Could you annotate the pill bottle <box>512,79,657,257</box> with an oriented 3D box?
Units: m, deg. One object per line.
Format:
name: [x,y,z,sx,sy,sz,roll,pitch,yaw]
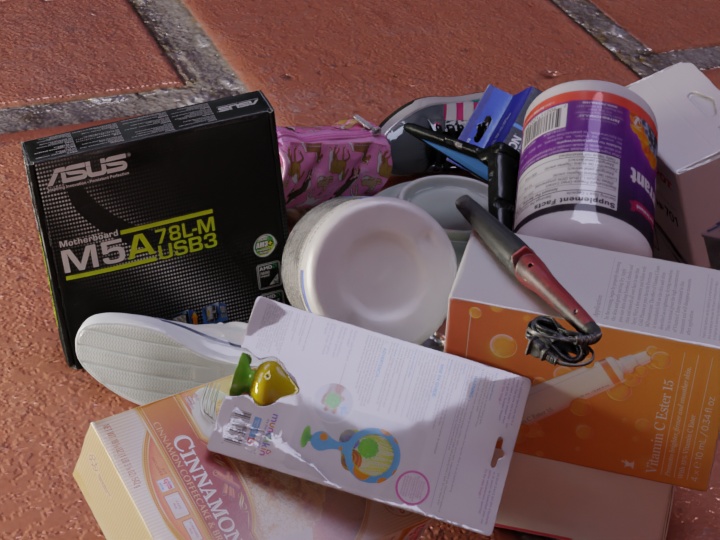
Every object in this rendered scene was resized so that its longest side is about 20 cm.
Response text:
pill bottle: [0.175,-0.040,1.378,0.110,0.112,0.202,7,56,3]

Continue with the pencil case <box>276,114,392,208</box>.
pencil case: [-0.051,-0.099,1.609,0.082,0.087,0.199,12,12,31]

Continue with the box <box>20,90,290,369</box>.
box: [-0.157,-0.031,1.410,0.198,0.195,0.048,-13,35,-13]

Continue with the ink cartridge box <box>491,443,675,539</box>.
ink cartridge box: [0.173,0.116,1.357,0.145,0.083,0.201,9,33,8]

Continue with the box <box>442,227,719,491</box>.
box: [0.162,0.061,1.247,0.198,0.125,0.098,10,35,10]

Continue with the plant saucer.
plant saucer: [0.084,-0.041,1.625,0.198,0.051,0.201,4,32,-2]

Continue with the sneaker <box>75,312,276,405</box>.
sneaker: [-0.127,0.072,1.405,0.198,0.074,0.071,15,23,-2]

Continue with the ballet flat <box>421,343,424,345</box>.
ballet flat: [0.000,0.107,1.364,0.069,0.070,0.199,28,47,32]

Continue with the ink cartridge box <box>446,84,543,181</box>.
ink cartridge box: [0.190,-0.102,1.662,0.199,0.039,0.100,27,68,6]

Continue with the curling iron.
curling iron: [0.107,0.000,1.195,0.049,0.026,0.201,-6,36,-18]

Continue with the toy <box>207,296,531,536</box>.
toy: [0.006,0.103,1.206,0.198,0.047,0.116,18,68,0]

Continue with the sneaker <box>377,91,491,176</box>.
sneaker: [0.116,-0.121,1.731,0.199,0.084,0.120,-18,29,-34]

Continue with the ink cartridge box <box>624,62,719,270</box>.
ink cartridge box: [0.292,-0.054,1.523,0.085,0.201,0.147,-23,36,-4]

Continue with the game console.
game console: [0.135,-0.031,1.518,0.199,0.116,0.178,26,55,-43]

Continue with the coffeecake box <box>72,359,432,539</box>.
coffeecake box: [-0.073,0.155,1.218,0.199,0.073,0.154,-17,63,-32]

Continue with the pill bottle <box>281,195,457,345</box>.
pill bottle: [0.000,0.000,1.338,0.112,0.115,0.200,-1,3,-10]
